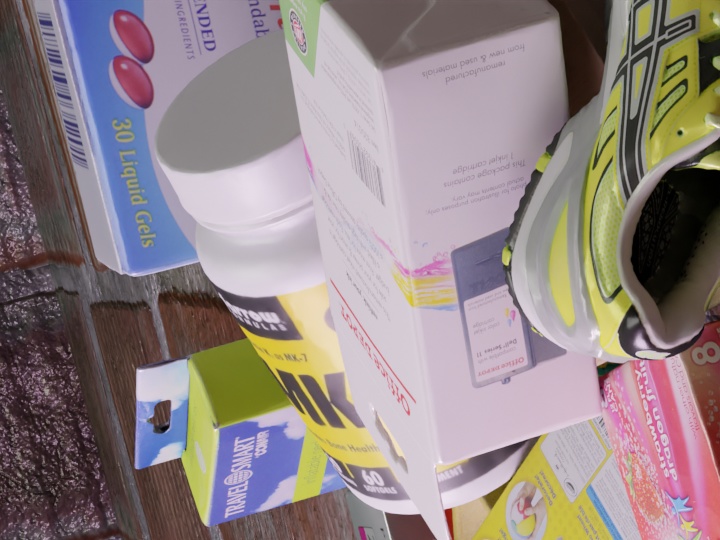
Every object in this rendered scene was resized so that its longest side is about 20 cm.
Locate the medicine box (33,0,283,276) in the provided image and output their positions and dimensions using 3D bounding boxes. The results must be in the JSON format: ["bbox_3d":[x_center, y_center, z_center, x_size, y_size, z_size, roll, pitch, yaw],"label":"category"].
[{"bbox_3d":[-0.045,-0.111,1.196,0.103,0.200,0.182,-155,51,-75],"label":"medicine box"}]

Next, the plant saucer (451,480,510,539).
[{"bbox_3d":[0.107,0.215,1.270,0.200,0.048,0.200,-122,21,-51],"label":"plant saucer"}]

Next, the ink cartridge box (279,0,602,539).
[{"bbox_3d":[0.029,-0.015,0.892,0.117,0.067,0.200,-125,22,-55],"label":"ink cartridge box"}]

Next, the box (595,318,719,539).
[{"bbox_3d":[0.161,0.110,0.847,0.103,0.095,0.200,136,118,-75],"label":"box"}]

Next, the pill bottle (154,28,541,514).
[{"bbox_3d":[0.000,0.000,1.086,0.200,0.114,0.114,58,177,-33],"label":"pill bottle"}]

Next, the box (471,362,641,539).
[{"bbox_3d":[0.094,0.148,1.085,0.200,0.048,0.117,-58,46,35],"label":"box"}]

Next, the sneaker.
[{"bbox_3d":[0.115,-0.062,0.794,0.076,0.075,0.200,31,105,61],"label":"sneaker"}]

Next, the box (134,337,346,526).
[{"bbox_3d":[-0.009,0.063,1.239,0.122,0.200,0.048,100,151,-61],"label":"box"}]

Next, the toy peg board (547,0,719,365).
[{"bbox_3d":[0.095,-0.083,0.956,0.199,0.098,0.200,58,165,3],"label":"toy peg board"}]

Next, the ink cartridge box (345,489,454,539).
[{"bbox_3d":[0.053,0.221,1.497,0.174,0.044,0.200,159,95,-77],"label":"ink cartridge box"}]
